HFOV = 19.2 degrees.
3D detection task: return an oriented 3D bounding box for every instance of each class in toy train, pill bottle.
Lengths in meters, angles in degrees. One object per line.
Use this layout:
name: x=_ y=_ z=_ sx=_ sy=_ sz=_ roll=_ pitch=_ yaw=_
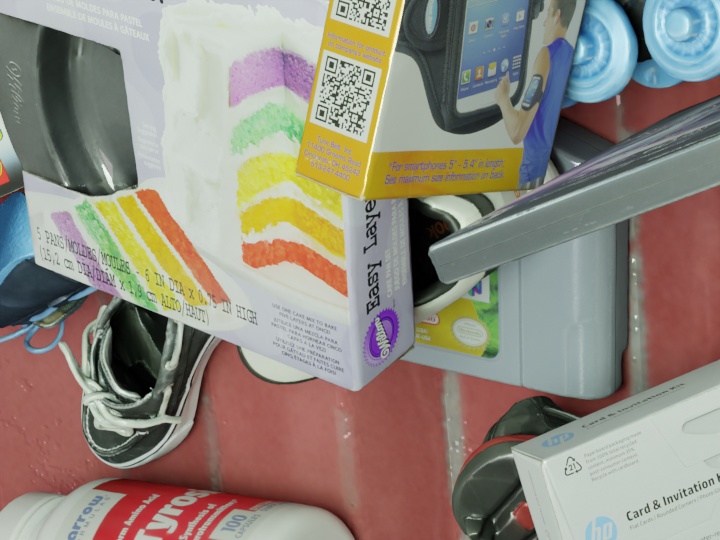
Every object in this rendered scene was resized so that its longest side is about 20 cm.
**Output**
toy train: x=0.103 y=-0.130 z=0.885 sx=0.199 sy=0.086 sz=0.115 roll=-8 pitch=94 yaw=40
pill bottle: x=-0.105 y=0.171 z=1.134 sx=0.199 sy=0.112 sz=0.113 roll=3 pitch=110 yaw=35

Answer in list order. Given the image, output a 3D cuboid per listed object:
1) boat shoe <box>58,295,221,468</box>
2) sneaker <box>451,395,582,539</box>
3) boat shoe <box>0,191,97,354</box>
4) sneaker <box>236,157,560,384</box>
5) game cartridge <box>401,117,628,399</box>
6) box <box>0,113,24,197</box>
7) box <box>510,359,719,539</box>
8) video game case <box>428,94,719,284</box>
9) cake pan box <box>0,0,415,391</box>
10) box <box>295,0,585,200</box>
boat shoe: x=-0.117 y=0.051 z=1.111 sx=0.074 sy=0.068 sz=0.199 roll=53 pitch=140 yaw=10
sneaker: x=0.131 y=0.128 z=0.976 sx=0.200 sy=0.098 sz=0.071 roll=37 pitch=116 yaw=-10
boat shoe: x=-0.174 y=0.008 z=1.119 sx=0.200 sy=0.068 sz=0.085 roll=180 pitch=105 yaw=-70
sneaker: x=0.000 y=0.000 z=0.969 sx=0.200 sy=0.080 sz=0.074 roll=-35 pitch=88 yaw=41
game cartridge: x=0.033 y=-0.021 z=1.008 sx=0.199 sy=0.040 sz=0.135 roll=11 pitch=110 yaw=32
box: x=-0.204 y=-0.088 z=1.071 sx=0.200 sy=0.034 sz=0.111 roll=-162 pitch=49 yaw=-80
box: x=0.165 y=0.143 z=0.905 sx=0.041 sy=0.155 sz=0.202 roll=-164 pitch=55 yaw=-71
video game case: x=0.133 y=-0.051 z=0.815 sx=0.142 sy=0.200 sz=0.019 roll=-21 pitch=95 yaw=39
cake pan box: x=-0.070 y=-0.063 z=0.896 sx=0.199 sy=0.052 sz=0.186 roll=21 pitch=128 yaw=31
box: x=0.045 y=-0.128 z=0.804 sx=0.041 sy=0.119 sz=0.202 roll=25 pitch=110 yaw=36
